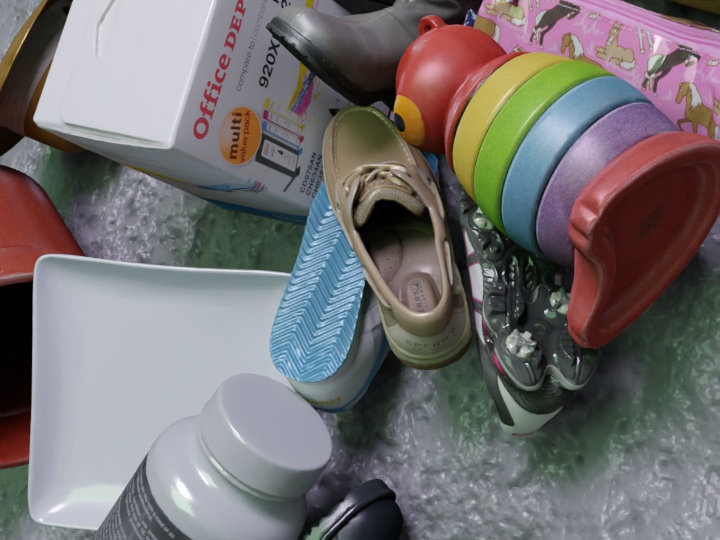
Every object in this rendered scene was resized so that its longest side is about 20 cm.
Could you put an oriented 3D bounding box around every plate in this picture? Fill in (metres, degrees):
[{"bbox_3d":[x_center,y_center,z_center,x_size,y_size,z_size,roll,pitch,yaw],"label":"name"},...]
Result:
[{"bbox_3d":[-0.138,0.093,0.765,0.199,0.032,0.201,4,98,8],"label":"plate"}]

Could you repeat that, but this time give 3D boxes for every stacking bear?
[{"bbox_3d":[0.094,-0.073,0.601,0.113,0.122,0.200,-35,53,-18],"label":"stacking bear"}]

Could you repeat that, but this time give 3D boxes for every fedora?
[{"bbox_3d":[-0.250,-0.164,0.924,0.082,0.201,0.201,30,97,-6],"label":"fedora"}]

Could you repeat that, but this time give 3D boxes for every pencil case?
[{"bbox_3d":[0.158,-0.126,0.644,0.200,0.086,0.083,33,108,34],"label":"pencil case"}]

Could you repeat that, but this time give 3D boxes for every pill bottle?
[{"bbox_3d":[-0.103,0.164,0.683,0.200,0.110,0.111,-55,53,23],"label":"pill bottle"}]

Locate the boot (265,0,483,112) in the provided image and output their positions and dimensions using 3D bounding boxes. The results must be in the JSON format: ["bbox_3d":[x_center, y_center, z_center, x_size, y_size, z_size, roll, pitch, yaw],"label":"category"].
[{"bbox_3d":[0.031,-0.170,0.681,0.068,0.200,0.131,44,108,25],"label":"boot"}]

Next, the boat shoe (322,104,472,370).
[{"bbox_3d":[0.021,-0.038,0.661,0.071,0.065,0.201,-21,56,-2],"label":"boat shoe"}]

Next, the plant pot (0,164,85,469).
[{"bbox_3d":[-0.303,0.023,0.879,0.201,0.200,0.196,-49,47,14],"label":"plant pot"}]

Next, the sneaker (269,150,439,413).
[{"bbox_3d":[0.000,0.000,0.729,0.076,0.081,0.201,16,65,22],"label":"sneaker"}]

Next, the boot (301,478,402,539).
[{"bbox_3d":[0.006,0.256,0.655,0.168,0.076,0.200,37,85,25],"label":"boot"}]

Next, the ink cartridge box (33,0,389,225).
[{"bbox_3d":[-0.094,-0.130,0.756,0.144,0.200,0.148,13,85,37],"label":"ink cartridge box"}]

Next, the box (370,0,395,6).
[{"bbox_3d":[-0.034,-0.312,0.757,0.199,0.117,0.198,22,104,16],"label":"box"}]

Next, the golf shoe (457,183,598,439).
[{"bbox_3d":[0.093,0.006,0.659,0.077,0.088,0.201,6,50,-4],"label":"golf shoe"}]

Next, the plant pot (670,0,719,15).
[{"bbox_3d":[0.193,-0.238,0.605,0.193,0.200,0.201,23,90,50],"label":"plant pot"}]
